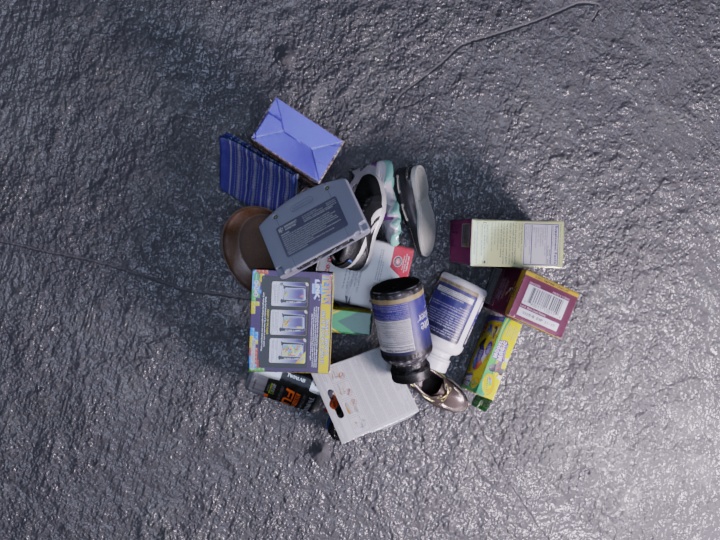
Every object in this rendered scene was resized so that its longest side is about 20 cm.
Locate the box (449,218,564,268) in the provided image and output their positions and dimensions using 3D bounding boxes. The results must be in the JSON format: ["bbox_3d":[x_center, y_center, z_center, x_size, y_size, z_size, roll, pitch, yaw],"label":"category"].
[{"bbox_3d":[0.308,-0.060,1.426,0.197,0.176,0.098,2,93,-6],"label":"box"}]

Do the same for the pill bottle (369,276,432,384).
[{"bbox_3d":[0.088,0.124,1.370,0.110,0.112,0.203,-12,103,-5],"label":"pill bottle"}]

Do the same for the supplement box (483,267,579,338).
[{"bbox_3d":[0.355,0.061,1.426,0.129,0.200,0.104,23,91,-7],"label":"supplement box"}]

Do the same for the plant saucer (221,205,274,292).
[{"bbox_3d":[-0.199,-0.042,1.391,0.198,0.037,0.203,10,115,23],"label":"plant saucer"}]

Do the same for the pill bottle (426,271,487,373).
[{"bbox_3d":[0.189,0.115,1.457,0.110,0.111,0.202,24,91,-7],"label":"pill bottle"}]

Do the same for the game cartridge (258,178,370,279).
[{"bbox_3d":[-0.092,-0.087,1.283,0.198,0.042,0.135,-27,68,8],"label":"game cartridge"}]

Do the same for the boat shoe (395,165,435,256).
[{"bbox_3d":[0.118,-0.130,1.461,0.060,0.074,0.203,2,114,34],"label":"boat shoe"}]

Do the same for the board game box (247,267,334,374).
[{"bbox_3d":[-0.138,0.099,1.323,0.163,0.057,0.204,3,90,-6],"label":"board game box"}]

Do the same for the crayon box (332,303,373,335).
[{"bbox_3d":[-0.078,0.097,1.421,0.197,0.127,0.052,6,93,-5],"label":"crayon box"}]

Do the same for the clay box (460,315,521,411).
[{"bbox_3d":[0.280,0.202,1.460,0.047,0.115,0.202,24,84,-6],"label":"clay box"}]

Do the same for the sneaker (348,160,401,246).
[{"bbox_3d":[0.014,-0.136,1.430,0.138,0.078,0.203,-9,64,3],"label":"sneaker"}]

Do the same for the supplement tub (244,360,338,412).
[{"bbox_3d":[-0.137,0.227,1.423,0.197,0.123,0.124,20,91,-6],"label":"supplement tub"}]

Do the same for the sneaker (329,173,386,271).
[{"bbox_3d":[-0.012,-0.101,1.334,0.072,0.111,0.203,10,91,35],"label":"sneaker"}]

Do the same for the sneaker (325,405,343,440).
[{"bbox_3d":[0.007,0.292,1.447,0.199,0.111,0.077,-40,96,-3],"label":"sneaker"}]

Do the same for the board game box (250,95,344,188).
[{"bbox_3d":[-0.130,-0.252,1.357,0.158,0.200,0.098,32,89,-7],"label":"board game box"}]

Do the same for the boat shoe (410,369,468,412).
[{"bbox_3d":[0.165,0.260,1.485,0.199,0.060,0.072,37,88,-11],"label":"boat shoe"}]

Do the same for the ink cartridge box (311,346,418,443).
[{"bbox_3d":[0.005,0.259,1.392,0.198,0.057,0.164,-17,69,-28],"label":"ink cartridge box"}]

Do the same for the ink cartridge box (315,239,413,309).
[{"bbox_3d":[0.000,0.000,1.444,0.197,0.084,0.147,13,92,-8],"label":"ink cartridge box"}]

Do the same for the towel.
[{"bbox_3d":[-0.215,-0.181,1.365,0.199,0.024,0.146,31,135,20],"label":"towel"}]
